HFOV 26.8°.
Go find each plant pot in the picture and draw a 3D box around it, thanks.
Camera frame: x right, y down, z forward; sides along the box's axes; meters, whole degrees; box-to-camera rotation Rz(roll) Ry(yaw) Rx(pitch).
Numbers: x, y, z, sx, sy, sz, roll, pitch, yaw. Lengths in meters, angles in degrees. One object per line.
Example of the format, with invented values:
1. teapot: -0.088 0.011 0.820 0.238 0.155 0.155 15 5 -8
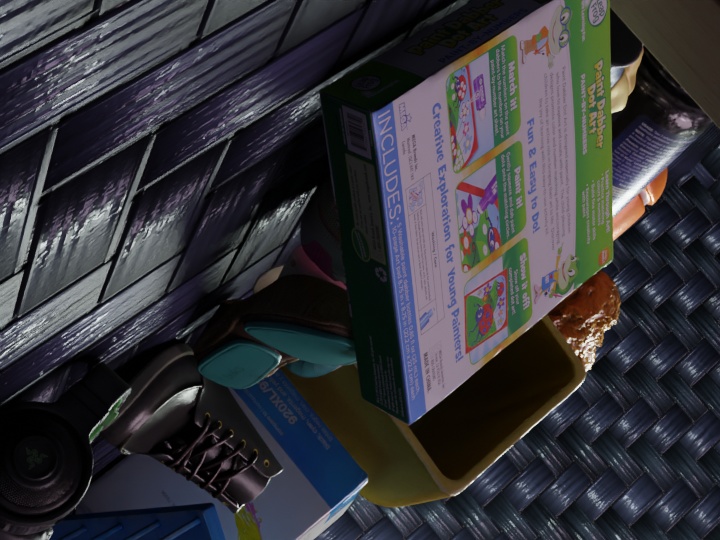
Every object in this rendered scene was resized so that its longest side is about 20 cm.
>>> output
1. plant pot: 0.037 0.094 1.345 0.195 0.195 0.200 -35 178 -35

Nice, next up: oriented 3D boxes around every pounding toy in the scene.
1. pounding toy: 0.272 -0.181 0.913 0.184 0.200 0.142 -31 167 -50

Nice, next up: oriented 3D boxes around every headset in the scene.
1. headset: -0.186 0.136 0.836 0.124 0.094 0.200 -49 180 41

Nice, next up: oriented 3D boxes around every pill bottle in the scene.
1. pill bottle: 0.223 -0.133 1.244 0.112 0.112 0.200 -30 167 -51

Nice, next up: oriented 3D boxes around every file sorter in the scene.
1. file sorter: -0.189 0.262 1.097 0.199 0.140 0.122 -12 -172 43

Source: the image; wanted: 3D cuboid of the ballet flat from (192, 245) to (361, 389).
1. ballet flat: -0.045 0.025 0.935 0.200 0.067 0.073 -24 -136 62

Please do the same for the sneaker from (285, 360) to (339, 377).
1. sneaker: 0.000 0.000 1.092 0.200 0.071 0.080 -49 165 16

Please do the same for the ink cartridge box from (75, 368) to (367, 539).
1. ink cartridge box: -0.121 0.198 1.270 0.199 0.145 0.147 -38 171 -21

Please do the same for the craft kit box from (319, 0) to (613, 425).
1. craft kit box: 0.069 -0.048 0.845 0.197 0.048 0.202 -32 131 -32

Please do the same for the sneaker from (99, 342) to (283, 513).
1. sneaker: -0.108 0.112 1.021 0.075 0.106 0.200 -41 172 7

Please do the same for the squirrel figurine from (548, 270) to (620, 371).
1. squirrel figurine: 0.185 0.049 1.709 0.187 0.200 0.142 -50 176 2

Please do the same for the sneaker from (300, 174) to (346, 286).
1. sneaker: 0.042 -0.067 0.913 0.200 0.081 0.089 -40 165 -32

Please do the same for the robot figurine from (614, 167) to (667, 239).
1. robot figurine: 0.224 -0.081 1.514 0.200 0.117 0.144 -41 132 0

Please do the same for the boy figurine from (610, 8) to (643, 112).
1. boy figurine: 0.164 -0.137 1.126 0.124 0.065 0.200 -41 172 -3
